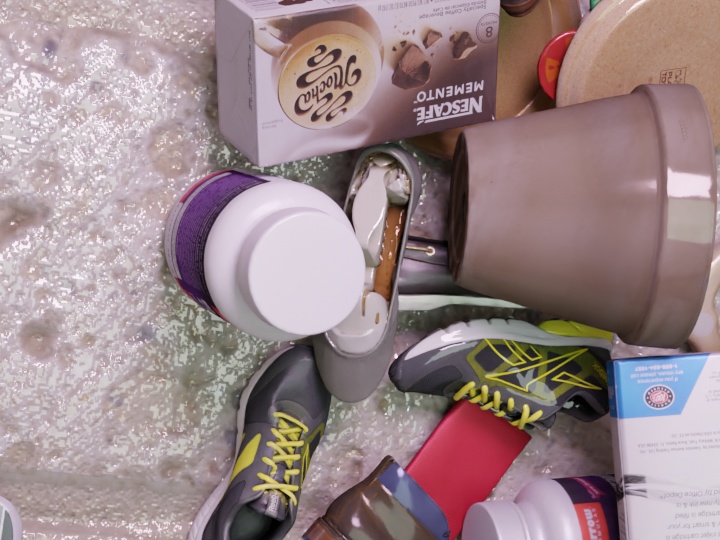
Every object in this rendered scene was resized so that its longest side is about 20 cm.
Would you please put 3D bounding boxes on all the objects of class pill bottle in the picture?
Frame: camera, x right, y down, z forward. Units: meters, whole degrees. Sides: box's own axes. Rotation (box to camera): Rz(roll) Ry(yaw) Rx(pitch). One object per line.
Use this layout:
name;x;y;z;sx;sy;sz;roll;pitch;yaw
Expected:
pill bottle;-0.067;-0.011;1.197;0.110;0.200;0.112;-3;98;-19
pill bottle;0.190;0.226;1.378;0.198;0.111;0.112;-2;98;-20

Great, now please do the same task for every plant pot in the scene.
plant pot;0.083;-0.188;1.329;0.198;0.027;0.202;-3;98;-20
plant pot;0.158;-0.044;1.247;0.172;0.200;0.202;3;97;-5

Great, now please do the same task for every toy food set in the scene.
toy food set;0.238;-0.163;1.337;0.197;0.049;0.201;-23;128;-9

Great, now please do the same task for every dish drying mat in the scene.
dish drying mat;0.055;0.194;1.376;0.077;0.018;0.200;41;82;-19

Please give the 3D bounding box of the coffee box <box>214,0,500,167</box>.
coffee box;-0.001;-0.157;1.221;0.199;0.080;0.114;-12;119;-24

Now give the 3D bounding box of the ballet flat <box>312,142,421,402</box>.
ballet flat;0.000;0.000;1.262;0.067;0.064;0.202;11;88;11

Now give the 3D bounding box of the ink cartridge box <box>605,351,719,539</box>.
ink cartridge box;0.271;0.164;1.288;0.145;0.084;0.202;-4;87;2

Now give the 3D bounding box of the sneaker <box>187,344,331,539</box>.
sneaker;-0.065;0.157;1.290;0.074;0.085;0.201;21;90;-22

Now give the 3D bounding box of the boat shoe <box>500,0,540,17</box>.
boat shoe;0.141;-0.276;1.293;0.201;0.071;0.068;-62;148;-37

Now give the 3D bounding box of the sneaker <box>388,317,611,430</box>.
sneaker;0.121;0.087;1.332;0.198;0.075;0.085;-4;70;-20

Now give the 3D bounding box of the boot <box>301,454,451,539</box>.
boot;0.056;0.239;1.332;0.200;0.075;0.097;41;85;-18

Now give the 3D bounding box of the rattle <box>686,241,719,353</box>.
rattle;0.367;0.006;1.403;0.130;0.143;0.200;44;88;0

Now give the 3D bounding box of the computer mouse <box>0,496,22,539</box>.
computer mouse;-0.349;0.187;1.216;0.198;0.044;0.111;10;89;-15

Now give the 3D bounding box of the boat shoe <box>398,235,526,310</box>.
boat shoe;0.096;-0.004;1.334;0.199;0.072;0.061;-2;102;-17
